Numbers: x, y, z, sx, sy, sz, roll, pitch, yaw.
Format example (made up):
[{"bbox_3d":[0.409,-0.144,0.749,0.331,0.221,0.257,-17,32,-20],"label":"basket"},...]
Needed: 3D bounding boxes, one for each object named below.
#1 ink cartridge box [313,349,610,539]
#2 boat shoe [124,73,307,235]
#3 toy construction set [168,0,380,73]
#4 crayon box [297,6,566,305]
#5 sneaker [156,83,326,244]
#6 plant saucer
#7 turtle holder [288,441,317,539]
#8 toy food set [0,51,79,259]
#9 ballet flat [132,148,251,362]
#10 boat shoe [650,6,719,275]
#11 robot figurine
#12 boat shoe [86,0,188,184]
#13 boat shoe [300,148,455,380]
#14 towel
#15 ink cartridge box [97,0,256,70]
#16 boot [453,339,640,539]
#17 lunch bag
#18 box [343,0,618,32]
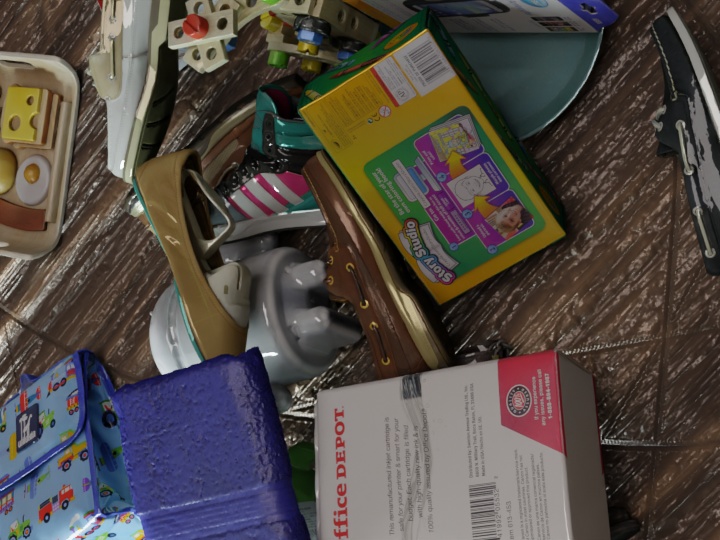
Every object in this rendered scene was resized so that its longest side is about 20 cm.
[{"bbox_3d":[0.072,0.151,1.011,0.200,0.084,0.145,-13,68,27],"label":"ink cartridge box"},{"bbox_3d":[-0.117,-0.096,1.226,0.200,0.076,0.074,-36,102,16],"label":"boat shoe"},{"bbox_3d":[-0.060,-0.204,1.120,0.131,0.200,0.092,14,104,30],"label":"toy construction set"},{"bbox_3d":[0.058,-0.084,1.058,0.119,0.058,0.200,-30,110,19],"label":"crayon box"},{"bbox_3d":[-0.084,-0.092,1.148,0.199,0.084,0.121,-9,108,4],"label":"sneaker"},{"bbox_3d":[0.109,-0.195,1.116,0.200,0.036,0.201,-3,84,30],"label":"plant saucer"},{"bbox_3d":[-0.090,0.220,1.142,0.185,0.141,0.132,24,115,22],"label":"turtle holder"},{"bbox_3d":[-0.360,-0.118,1.366,0.143,0.060,0.201,8,91,30],"label":"toy food set"},{"bbox_3d":[-0.122,-0.009,1.088,0.063,0.069,0.200,-28,75,13],"label":"ballet flat"},{"bbox_3d":[0.246,-0.095,1.007,0.060,0.076,0.200,-23,74,20],"label":"boat shoe"},{"bbox_3d":[-0.097,0.048,1.171,0.200,0.113,0.170,-15,65,28],"label":"robot figurine"},{"bbox_3d":[-0.199,-0.177,1.195,0.068,0.075,0.201,16,106,8],"label":"boat shoe"},{"bbox_3d":[0.000,0.000,1.083,0.067,0.072,0.200,-29,85,11],"label":"boat shoe"},{"bbox_3d":[-0.106,0.169,1.038,0.147,0.050,0.201,-17,85,30],"label":"towel"},{"bbox_3d":[-0.155,-0.311,1.248,0.200,0.084,0.176,-34,71,24],"label":"ink cartridge box"},{"bbox_3d":[0.113,0.139,1.074,0.199,0.069,0.175,-8,74,22],"label":"boot"},{"bbox_3d":[-0.285,0.182,1.298,0.150,0.094,0.200,-38,57,23],"label":"lunch bag"},{"bbox_3d":[0.092,-0.212,1.038,0.200,0.119,0.042,3,85,30],"label":"box"}]
